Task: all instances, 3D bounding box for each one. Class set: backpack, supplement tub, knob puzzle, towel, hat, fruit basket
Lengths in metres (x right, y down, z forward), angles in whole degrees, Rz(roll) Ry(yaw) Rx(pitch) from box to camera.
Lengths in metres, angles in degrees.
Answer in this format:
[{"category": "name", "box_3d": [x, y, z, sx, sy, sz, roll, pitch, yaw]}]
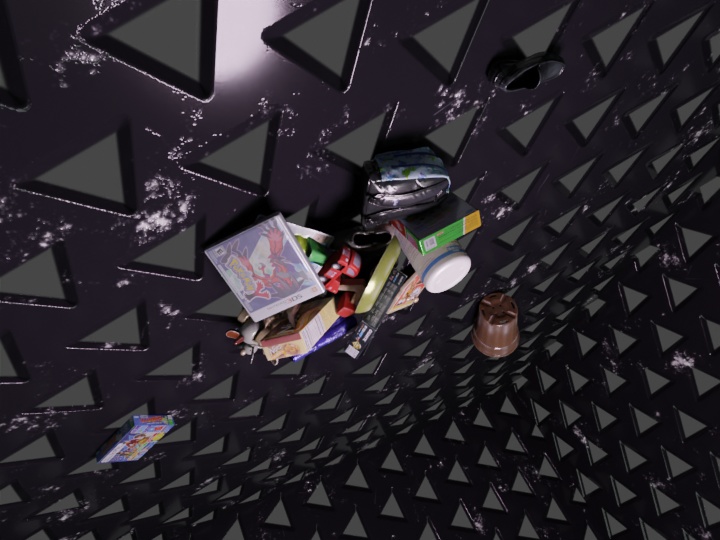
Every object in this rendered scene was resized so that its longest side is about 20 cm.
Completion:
[{"category": "backpack", "box_3d": [0.097, -0.184, 1.119, 0.194, 0.157, 0.165, -2, 144, -5]}, {"category": "supplement tub", "box_3d": [0.174, -0.060, 1.297, 0.129, 0.202, 0.133, -22, 151, -13]}, {"category": "knob puzzle", "box_3d": [0.176, 0.047, 1.584, 0.219, 0.030, 0.221, -41, 159, -19]}, {"category": "towel", "box_3d": [-0.118, 0.153, 1.348, 0.197, 0.147, 0.051, -28, 111, -21]}, {"category": "hat", "box_3d": [0.000, 0.000, 1.353, 0.198, 0.082, 0.202, -30, 158, -14]}, {"category": "fruit basket", "box_3d": [-0.176, -0.027, 1.132, 0.197, 0.095, 0.186, 9, 132, -44]}]

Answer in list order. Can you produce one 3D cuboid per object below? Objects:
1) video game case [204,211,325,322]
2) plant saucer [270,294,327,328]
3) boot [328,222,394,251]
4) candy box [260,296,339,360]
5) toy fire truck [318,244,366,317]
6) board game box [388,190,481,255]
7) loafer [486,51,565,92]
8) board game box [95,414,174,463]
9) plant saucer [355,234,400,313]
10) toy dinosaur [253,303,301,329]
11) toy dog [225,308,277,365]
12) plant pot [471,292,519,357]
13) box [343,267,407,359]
[{"category": "video game case", "box_3d": [-0.196, -0.001, 1.081, 0.179, 0.023, 0.202, -23, 118, 13]}, {"category": "plant saucer", "box_3d": [-0.169, 0.123, 1.420, 0.196, 0.037, 0.202, -23, 149, -14]}, {"category": "boot", "box_3d": [0.031, -0.073, 1.204, 0.197, 0.070, 0.129, -12, -171, -37]}, {"category": "candy box", "box_3d": [-0.138, 0.135, 1.239, 0.113, 0.056, 0.200, -16, -165, 26]}, {"category": "toy fire truck", "box_3d": [-0.037, 0.029, 1.205, 0.139, 0.050, 0.200, 26, 142, -21]}, {"category": "board game box", "box_3d": [0.159, -0.126, 1.189, 0.150, 0.201, 0.041, -26, 124, -7]}, {"category": "loafer", "box_3d": [0.351, -0.404, 1.077, 0.196, 0.071, 0.069, -17, 149, -24]}, {"category": "board game box", "box_3d": [-0.658, 0.492, 1.519, 0.199, 0.035, 0.134, -42, 148, 18]}, {"category": "plant saucer", "box_3d": [0.046, 0.015, 1.203, 0.203, 0.031, 0.200, -62, 175, -9]}, {"category": "toy dinosaur", "box_3d": [-0.185, 0.079, 1.233, 0.133, 0.197, 0.088, -4, 102, -43]}, {"category": "toy dog", "box_3d": [-0.289, 0.182, 1.327, 0.096, 0.131, 0.203, -39, 148, -32]}, {"category": "plant pot", "box_3d": [0.544, 0.205, 2.075, 0.197, 0.202, 0.200, -25, 142, -9]}, {"category": "box", "box_3d": [0.037, 0.110, 1.341, 0.201, 0.045, 0.160, -57, 177, -40]}]
